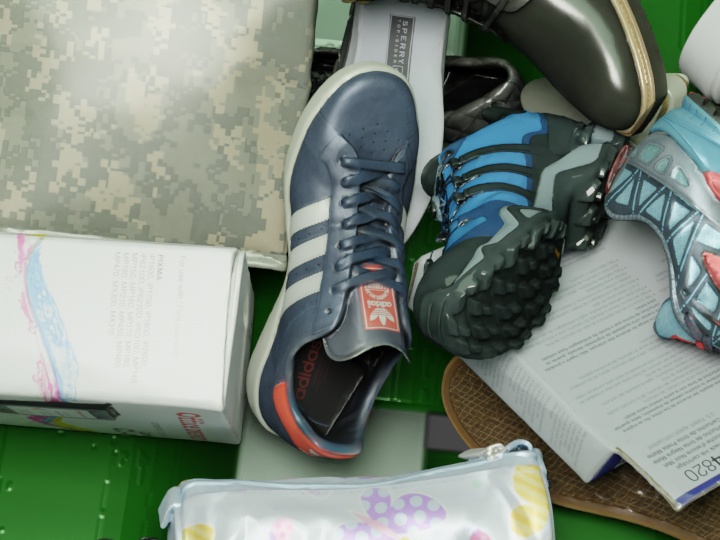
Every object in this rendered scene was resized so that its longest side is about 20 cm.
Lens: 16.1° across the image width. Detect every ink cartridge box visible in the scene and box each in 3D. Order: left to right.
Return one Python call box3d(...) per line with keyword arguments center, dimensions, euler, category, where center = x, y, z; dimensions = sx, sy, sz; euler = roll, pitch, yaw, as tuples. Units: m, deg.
box3d(center=(-0.158, 0.033, 1.281), dimensions=(0.198, 0.148, 0.086), euler=(6, 80, 2), category="ink cartridge box")
box3d(center=(0.159, 0.032, 1.301), dimensions=(0.199, 0.041, 0.200), euler=(-23, 52, -32), category="ink cartridge box")

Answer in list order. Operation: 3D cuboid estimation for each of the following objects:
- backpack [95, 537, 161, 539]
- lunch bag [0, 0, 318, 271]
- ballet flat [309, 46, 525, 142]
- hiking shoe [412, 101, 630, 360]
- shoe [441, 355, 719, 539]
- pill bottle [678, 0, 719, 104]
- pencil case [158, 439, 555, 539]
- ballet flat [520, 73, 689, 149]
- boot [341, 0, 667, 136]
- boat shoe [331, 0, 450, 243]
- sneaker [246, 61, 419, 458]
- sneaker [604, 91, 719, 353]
box3d(center=(-0.062, 0.239, 1.141), dimensions=(0.154, 0.191, 0.199), euler=(-43, 29, -23), category="backpack")
box3d(center=(-0.129, -0.091, 1.324), dimensions=(0.198, 0.118, 0.166), euler=(6, 96, -8), category="lunch bag")
box3d(center=(-0.007, -0.103, 1.406), dimensions=(0.198, 0.057, 0.067), euler=(-1, 63, -1), category="ballet flat")
box3d(center=(0.062, -0.020, 1.263), dimensions=(0.086, 0.075, 0.200), euler=(18, 32, 19), category="hiking shoe")
box3d(center=(0.134, 0.094, 1.318), dimensions=(0.199, 0.053, 0.070), euler=(25, 106, 18), category="shoe")
box3d(center=(0.271, -0.076, 1.366), dimensions=(0.112, 0.112, 0.200), euler=(-40, 70, -18), category="pill bottle")
box3d(center=(0.001, 0.138, 1.266), dimensions=(0.198, 0.091, 0.083), euler=(-7, 35, -2), category="pencil case")
box3d(center=(0.175, -0.070, 1.338), dimensions=(0.199, 0.064, 0.067), euler=(32, 46, 22), category="ballet flat")
box3d(center=(0.049, -0.136, 1.276), dimensions=(0.138, 0.078, 0.200), euler=(-21, 64, -36), category="boot")
box3d(center=(0.014, -0.092, 1.352), dimensions=(0.068, 0.057, 0.202), euler=(12, 81, -1), category="boat shoe")
box3d(center=(0.000, 0.000, 1.264), dimensions=(0.074, 0.202, 0.084), euler=(2, 18, -26), category="sneaker")
box3d(center=(0.194, 0.015, 1.255), dimensions=(0.095, 0.079, 0.201), euler=(-38, 71, 15), category="sneaker")
